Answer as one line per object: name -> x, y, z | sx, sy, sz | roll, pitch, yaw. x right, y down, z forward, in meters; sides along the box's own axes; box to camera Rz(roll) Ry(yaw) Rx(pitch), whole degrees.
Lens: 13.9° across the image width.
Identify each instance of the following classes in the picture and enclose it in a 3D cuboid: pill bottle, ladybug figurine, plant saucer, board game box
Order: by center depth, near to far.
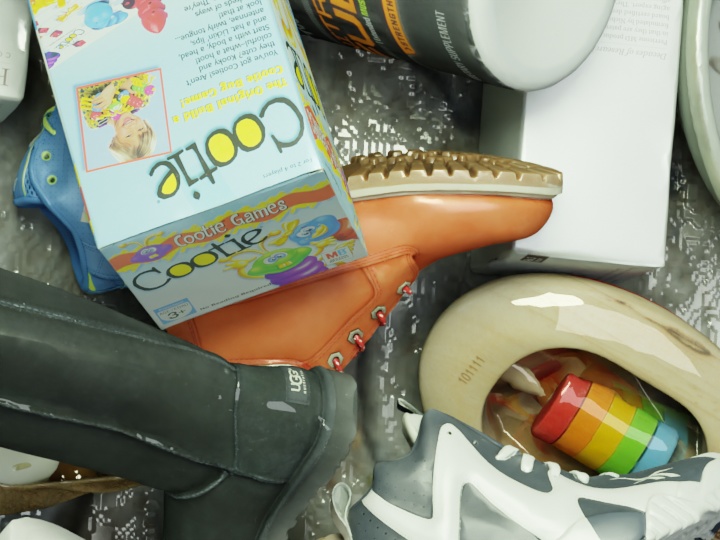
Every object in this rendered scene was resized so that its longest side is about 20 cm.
board game box -> -0.080, -0.094, 1.302 | 0.105, 0.103, 0.201 | -19, 66, 4
pill bottle -> 0.017, -0.153, 1.390 | 0.106, 0.200, 0.107 | -17, 115, -42
ladybug figurine -> 0.121, 0.070, 1.457 | 0.200, 0.072, 0.136 | 34, 114, -10
plant saucer -> 0.204, -0.101, 1.491 | 0.200, 0.050, 0.201 | 1, 88, -52

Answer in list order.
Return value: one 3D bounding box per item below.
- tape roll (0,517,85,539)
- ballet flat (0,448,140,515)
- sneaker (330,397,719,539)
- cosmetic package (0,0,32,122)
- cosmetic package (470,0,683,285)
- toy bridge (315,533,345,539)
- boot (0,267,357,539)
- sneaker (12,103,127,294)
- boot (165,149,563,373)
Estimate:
tape roll -> -0.102, 0.203, 1.326 | 0.202, 0.202, 0.071 | 40, 94, -10
ballet flat -> -0.126, 0.077, 1.397 | 0.199, 0.072, 0.068 | -1, 73, -15
sneaker -> 0.075, 0.101, 1.394 | 0.199, 0.080, 0.130 | -27, 69, -12
cosmetic package -> -0.201, -0.177, 1.397 | 0.101, 0.074, 0.201 | 6, 83, -15
cosmetic package -> 0.107, -0.096, 1.455 | 0.081, 0.113, 0.201 | 4, 86, -8
toy bridge -> -0.012, 0.159, 1.379 | 0.027, 0.200, 0.067 | -21, 94, 22
boot -> -0.125, 0.080, 1.319 | 0.199, 0.165, 0.066 | 15, 37, -24
sneaker -> -0.123, -0.080, 1.410 | 0.105, 0.076, 0.201 | -16, 91, -16
boot -> 0.000, 0.000, 1.374 | 0.199, 0.075, 0.108 | -9, 97, 3
